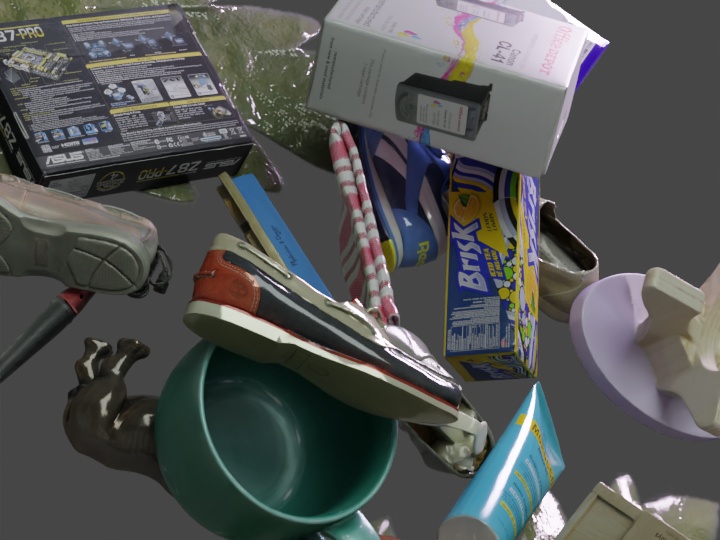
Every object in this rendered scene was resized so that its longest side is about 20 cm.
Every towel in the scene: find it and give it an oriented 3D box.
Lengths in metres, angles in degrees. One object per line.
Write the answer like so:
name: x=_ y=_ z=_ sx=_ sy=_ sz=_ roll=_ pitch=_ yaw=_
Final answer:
towel: x=0.000 y=0.000 z=1.353 sx=0.030 sy=0.147 sz=0.201 roll=-10 pitch=56 yaw=-5

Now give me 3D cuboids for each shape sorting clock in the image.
shape sorting clock: x=-0.055 y=0.014 z=1.295 sx=0.039 sy=0.200 sz=0.201 roll=-30 pitch=68 yaw=-7

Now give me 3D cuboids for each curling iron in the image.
curling iron: x=-0.212 y=0.031 z=1.293 sx=0.050 sy=0.026 sz=0.200 roll=41 pitch=47 yaw=12

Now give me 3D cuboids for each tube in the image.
tube: x=0.116 y=0.163 z=1.311 sx=0.200 sy=0.050 sz=0.078 roll=-44 pitch=124 yaw=-58

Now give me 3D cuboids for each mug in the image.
mug: x=-0.065 y=0.125 z=1.168 sx=0.151 sy=0.114 sz=0.187 roll=12 pitch=65 yaw=-26

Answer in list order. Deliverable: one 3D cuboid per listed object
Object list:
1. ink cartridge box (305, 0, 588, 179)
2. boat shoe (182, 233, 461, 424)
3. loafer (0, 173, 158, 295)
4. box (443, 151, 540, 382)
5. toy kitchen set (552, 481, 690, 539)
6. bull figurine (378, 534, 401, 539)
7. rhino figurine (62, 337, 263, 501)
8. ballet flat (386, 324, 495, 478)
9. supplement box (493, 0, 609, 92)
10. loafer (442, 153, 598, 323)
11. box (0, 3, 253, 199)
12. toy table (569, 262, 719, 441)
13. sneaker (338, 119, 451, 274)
ink cartridge box: x=0.072 y=-0.163 z=1.378 sx=0.198 sy=0.086 sz=0.148 roll=16 pitch=30 yaw=7
boat shoe: x=-0.018 y=0.042 z=1.117 sx=0.199 sy=0.071 sz=0.063 roll=25 pitch=63 yaw=-13
loafer: x=-0.250 y=-0.035 z=1.295 sx=0.198 sy=0.072 sz=0.063 roll=17 pitch=33 yaw=0
box: x=0.110 y=-0.014 z=1.416 sx=0.064 sy=0.070 sz=0.202 roll=-4 pitch=68 yaw=20
toy kitchen set: x=0.230 y=0.305 z=1.289 sx=0.163 sy=0.181 sz=0.200 roll=-49 pitch=43 yaw=-8
bull figurine: x=0.043 y=0.242 z=1.177 sx=0.121 sy=0.065 sz=0.200 roll=33 pitch=9 yaw=-14
rhino figurine: x=-0.123 y=0.124 z=1.241 sx=0.199 sy=0.060 sz=0.088 roll=26 pitch=63 yaw=-8
ballet flat: x=0.055 y=0.099 z=1.276 sx=0.063 sy=0.200 sz=0.068 roll=17 pitch=71 yaw=30
supplement box: x=0.114 y=-0.216 z=1.610 sx=0.199 sy=0.104 sz=0.101 roll=37 pitch=47 yaw=2
loafer: x=0.135 y=-0.041 z=1.503 sx=0.200 sy=0.068 sz=0.076 roll=39 pitch=46 yaw=6
box: x=-0.209 y=-0.141 z=1.418 sx=0.199 sy=0.049 sz=0.162 roll=-13 pitch=63 yaw=-35
toy table: x=0.287 y=0.061 z=1.436 sx=0.199 sy=0.117 sz=0.186 roll=16 pitch=67 yaw=-24
sneaker: x=0.032 y=-0.094 z=1.470 sx=0.081 sy=0.074 sz=0.202 roll=-8 pitch=74 yaw=-16
